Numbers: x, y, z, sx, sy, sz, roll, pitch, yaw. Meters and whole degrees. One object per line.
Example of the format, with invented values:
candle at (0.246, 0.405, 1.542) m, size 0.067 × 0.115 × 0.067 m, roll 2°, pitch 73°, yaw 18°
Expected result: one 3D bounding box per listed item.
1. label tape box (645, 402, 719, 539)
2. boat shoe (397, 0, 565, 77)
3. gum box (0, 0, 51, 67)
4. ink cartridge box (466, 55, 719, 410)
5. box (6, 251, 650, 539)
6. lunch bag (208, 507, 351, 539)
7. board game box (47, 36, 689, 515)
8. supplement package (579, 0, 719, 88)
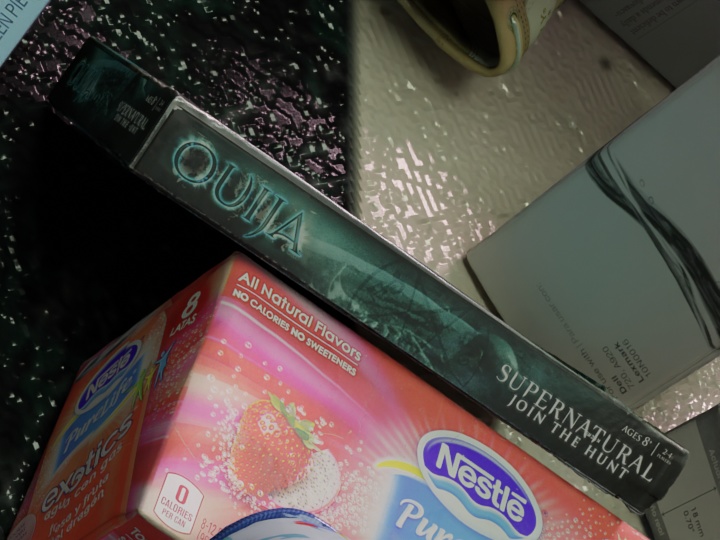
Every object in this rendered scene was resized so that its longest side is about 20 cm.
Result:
label tape box at (0.194, 0.089, 0.934) m, size 0.063 × 0.200 × 0.145 m, roll -7°, pitch 72°, yaw -41°
boat shoe at (0.001, -0.157, 0.999) m, size 0.200 × 0.073 × 0.063 m, roll 44°, pitch 44°, yaw -13°
gum box at (-0.165, -0.149, 0.818) m, size 0.200 × 0.045 × 0.170 m, roll 37°, pitch 85°, yaw -18°
ink cartridge box at (0.152, -0.040, 0.972) m, size 0.146 × 0.200 × 0.084 m, roll -30°, pitch 85°, yaw -45°
box at (0.002, 0.100, 0.845) m, size 0.200 × 0.095 × 0.103 m, roll 36°, pitch 48°, yaw -19°
lunch bag at (-0.035, 0.171, 0.726) m, size 0.161 × 0.082 × 0.200 m, roll 44°, pitch 85°, yaw -9°
board game box at (0.000, 0.000, 0.882) m, size 0.200 × 0.135 × 0.028 m, roll 34°, pitch 90°, yaw -20°
supplement package at (0.172, -0.134, 1.094) m, size 0.200 × 0.117 × 0.118 m, roll 40°, pitch 48°, yaw -16°
